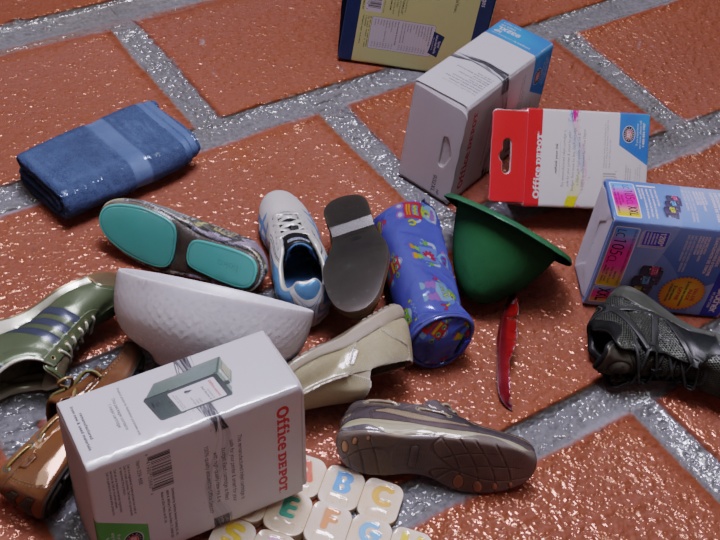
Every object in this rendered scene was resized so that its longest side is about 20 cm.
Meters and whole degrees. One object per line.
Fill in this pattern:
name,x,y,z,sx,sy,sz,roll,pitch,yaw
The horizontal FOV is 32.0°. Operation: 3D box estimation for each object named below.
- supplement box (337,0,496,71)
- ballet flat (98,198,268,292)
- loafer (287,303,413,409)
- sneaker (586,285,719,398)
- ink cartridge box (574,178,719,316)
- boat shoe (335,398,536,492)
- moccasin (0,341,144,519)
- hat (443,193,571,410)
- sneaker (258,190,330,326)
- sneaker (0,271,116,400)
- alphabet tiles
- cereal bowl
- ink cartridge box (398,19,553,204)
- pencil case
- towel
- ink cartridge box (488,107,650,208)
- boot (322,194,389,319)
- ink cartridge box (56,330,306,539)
supplement box,0.081,-0.393,1.707,0.197,0.202,0.135,7,44,-5
ballet flat,-0.190,-0.028,1.380,0.198,0.073,0.072,21,44,10
loafer,-0.024,0.105,1.247,0.199,0.076,0.069,-32,81,-21
sneaker,0.324,0.100,1.335,0.198,0.077,0.114,33,49,26
ink cartridge box,0.358,-0.023,1.424,0.197,0.137,0.077,4,45,-7
boat shoe,0.076,0.159,1.220,0.197,0.075,0.074,11,39,-6
moccasin,-0.270,0.139,1.178,0.077,0.074,0.202,28,54,7
hat,0.129,0.028,1.404,0.164,0.178,0.200,27,1,2
sneaker,-0.071,-0.027,1.388,0.071,0.073,0.201,-5,44,-14
sneaker,-0.306,0.079,1.237,0.199,0.068,0.090,-25,58,-29
alphabet tiles,-0.037,0.254,1.142,0.197,0.015,0.197,17,43,7
cereal bowl,-0.150,0.058,1.233,0.197,0.085,0.200,13,1,0
ink cartridge box,0.143,-0.200,1.558,0.083,0.146,0.200,31,47,22
pencil case,0.069,0.012,1.372,0.086,0.078,0.201,12,39,-25
towel,-0.292,-0.129,1.466,0.199,0.049,0.111,-29,56,-36
ink cartridge box,0.245,-0.135,1.524,0.197,0.118,0.067,2,5,-10
boot,0.000,0.000,1.350,0.073,0.076,0.201,-12,33,5
ink cartridge box,-0.153,0.158,1.109,0.198,0.147,0.084,-19,45,-22
